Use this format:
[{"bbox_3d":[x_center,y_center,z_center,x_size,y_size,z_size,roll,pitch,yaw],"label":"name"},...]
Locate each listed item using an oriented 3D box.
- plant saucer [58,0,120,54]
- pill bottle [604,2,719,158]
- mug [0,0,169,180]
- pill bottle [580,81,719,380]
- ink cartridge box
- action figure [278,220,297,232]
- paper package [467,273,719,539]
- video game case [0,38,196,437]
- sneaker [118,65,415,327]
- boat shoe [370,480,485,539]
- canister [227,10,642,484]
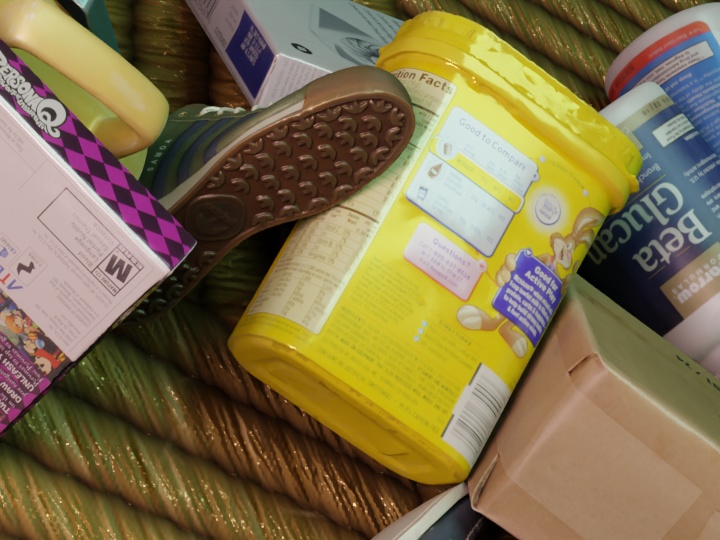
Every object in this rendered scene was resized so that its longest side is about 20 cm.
[{"bbox_3d":[-0.151,-0.134,1.340,0.070,0.019,0.200,42,-7,5],"label":"plant saucer"},{"bbox_3d":[0.255,-0.070,1.770,0.112,0.112,0.200,0,57,-49],"label":"pill bottle"},{"bbox_3d":[-0.179,-0.071,1.248,0.153,0.149,0.187,38,7,-29],"label":"mug"},{"bbox_3d":[0.201,-0.009,1.646,0.200,0.111,0.111,52,34,6],"label":"pill bottle"},{"bbox_3d":[0.012,-0.109,1.504,0.200,0.041,0.200,19,17,-24],"label":"ink cartridge box"},{"bbox_3d":[0.000,0.000,1.441,0.130,0.069,0.200,-10,60,-46],"label":"action figure"},{"bbox_3d":[0.160,0.113,1.390,0.200,0.104,0.191,35,11,-9],"label":"paper package"},{"bbox_3d":[-0.196,-0.027,1.153,0.200,0.181,0.036,45,34,-3],"label":"video game case"},{"bbox_3d":[-0.066,-0.059,1.322,0.067,0.200,0.090,40,25,-39],"label":"sneaker"},{"bbox_3d":[0.018,0.166,1.293,0.062,0.075,0.200,49,30,1],"label":"boat shoe"},{"bbox_3d":[0.038,-0.009,1.353,0.148,0.087,0.200,36,70,-17],"label":"canister"}]
